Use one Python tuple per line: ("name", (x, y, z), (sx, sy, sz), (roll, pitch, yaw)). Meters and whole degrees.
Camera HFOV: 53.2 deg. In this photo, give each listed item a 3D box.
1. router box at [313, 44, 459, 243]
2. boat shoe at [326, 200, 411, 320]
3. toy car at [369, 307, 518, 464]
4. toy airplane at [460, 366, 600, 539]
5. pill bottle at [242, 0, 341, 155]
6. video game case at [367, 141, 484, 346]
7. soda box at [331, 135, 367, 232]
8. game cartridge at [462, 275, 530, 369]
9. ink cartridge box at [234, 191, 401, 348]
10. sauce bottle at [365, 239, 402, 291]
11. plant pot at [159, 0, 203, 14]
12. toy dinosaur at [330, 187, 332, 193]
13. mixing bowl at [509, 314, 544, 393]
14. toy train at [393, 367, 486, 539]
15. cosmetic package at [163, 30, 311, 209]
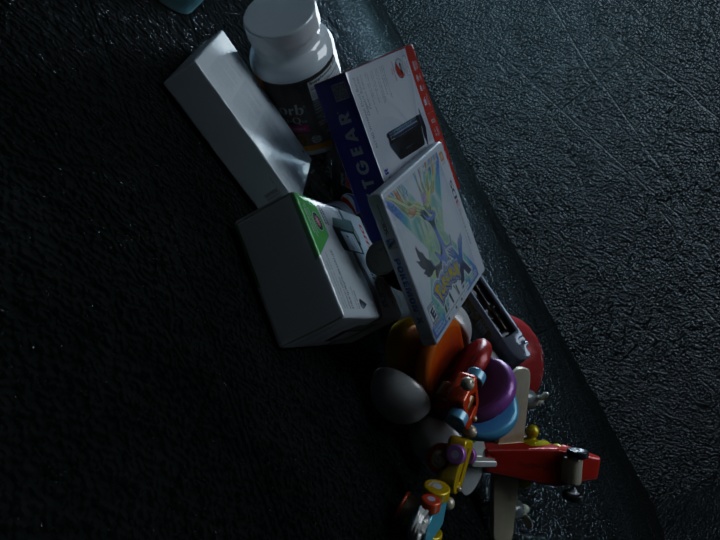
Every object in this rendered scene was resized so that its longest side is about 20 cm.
("router box", (0.041, -0.161, 0.896), (0.179, 0.048, 0.202), (-41, 115, -50))
("boat shoe", (0.000, 0.000, 0.999), (0.200, 0.073, 0.067), (50, 35, -9))
("toy car", (0.124, 0.140, 0.902), (0.201, 0.149, 0.176), (51, 56, -23))
("toy airplane", (0.224, 0.274, 1.060), (0.200, 0.199, 0.141), (50, 2, -1))
("pill bottle", (-0.082, -0.260, 0.954), (0.201, 0.115, 0.117), (71, 3, -55))
("video game case", (0.087, -0.039, 0.858), (0.200, 0.022, 0.184), (-45, 118, -54))
("soda box", (0.002, -0.139, 1.002), (0.071, 0.063, 0.202), (-48, 147, -49))
("game cartridge", (0.157, 0.060, 1.028), (0.201, 0.041, 0.133), (57, -24, 16))
("ink cartridge box", (-0.041, 0.004, 0.826), (0.147, 0.083, 0.200), (67, 17, 11))
("sauce bottle", (0.066, -0.003, 0.896), (0.200, 0.066, 0.067), (19, 46, -66))
("plant pot", (-0.211, -0.451, 0.883), (0.201, 0.160, 0.202), (52, 20, -28))
("toy dinosaur", (0.001, -0.164, 1.192), (0.200, 0.085, 0.137), (40, 28, -40))
("mixing bowl", (0.231, 0.149, 1.179), (0.200, 0.107, 0.203), (173, -90, -77))
("toy train", (0.082, 0.208, 0.791), (0.201, 0.055, 0.151), (-59, 151, -31))
("cosmetic package", (-0.138, -0.175, 0.866), (0.201, 0.051, 0.151), (55, 20, -24))
